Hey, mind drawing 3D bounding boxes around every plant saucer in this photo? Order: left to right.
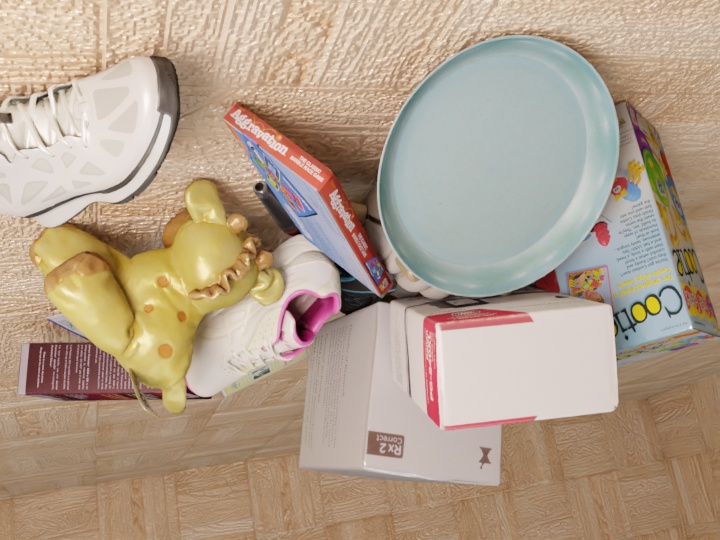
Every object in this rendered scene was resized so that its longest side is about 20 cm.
[{"bbox_3d":[0.103,-0.076,0.599,0.195,0.028,0.205,-7,118,-13],"label":"plant saucer"}]

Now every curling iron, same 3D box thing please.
[{"bbox_3d":[-0.059,-0.051,0.751,0.048,0.026,0.200,-18,162,12],"label":"curling iron"}]

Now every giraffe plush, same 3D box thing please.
[{"bbox_3d":[-0.165,0.006,0.694,0.162,0.200,0.173,-43,149,-8],"label":"giraffe plush"}]

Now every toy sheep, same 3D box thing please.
[{"bbox_3d":[0.068,-0.038,0.701,0.195,0.141,0.138,13,154,-22],"label":"toy sheep"}]

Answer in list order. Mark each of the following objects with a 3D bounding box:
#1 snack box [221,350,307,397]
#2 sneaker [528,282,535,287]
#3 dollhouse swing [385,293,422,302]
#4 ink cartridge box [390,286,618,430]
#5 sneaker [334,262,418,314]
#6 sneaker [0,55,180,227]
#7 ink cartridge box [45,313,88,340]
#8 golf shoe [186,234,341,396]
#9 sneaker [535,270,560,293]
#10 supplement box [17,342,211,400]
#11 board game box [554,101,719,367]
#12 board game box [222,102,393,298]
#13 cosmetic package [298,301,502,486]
[{"bbox_3d":[-0.123,0.077,0.892,0.114,0.038,0.201,-25,157,-11],"label":"snack box"},{"bbox_3d":[0.114,0.012,0.905,0.194,0.117,0.076,-11,161,5],"label":"sneaker"},{"bbox_3d":[0.119,0.079,1.093,0.196,0.177,0.184,23,127,3],"label":"dollhouse swing"},{"bbox_3d":[0.111,0.067,0.681,0.141,0.086,0.200,-6,-176,-8],"label":"ink cartridge box"},{"bbox_3d":[0.000,0.000,0.845,0.080,0.075,0.200,15,161,-17],"label":"sneaker"},{"bbox_3d":[-0.205,-0.081,0.492,0.198,0.078,0.114,-22,161,38],"label":"sneaker"},{"bbox_3d":[-0.222,0.037,0.890,0.194,0.044,0.197,-10,164,0],"label":"ink cartridge box"},{"bbox_3d":[-0.095,0.058,0.753,0.200,0.092,0.075,-46,132,12],"label":"golf shoe"},{"bbox_3d":[0.202,0.021,1.049,0.109,0.073,0.200,-12,164,-8],"label":"sneaker"},{"bbox_3d":[-0.281,0.119,0.921,0.194,0.063,0.109,-2,167,5],"label":"supplement box"},{"bbox_3d":[0.236,-0.027,0.715,0.103,0.205,0.102,-22,159,33],"label":"board game box"},{"bbox_3d":[-0.035,-0.048,0.632,0.020,0.102,0.201,-49,155,-9],"label":"board game box"},{"bbox_3d":[0.042,0.145,0.877,0.161,0.170,0.199,12,163,-23],"label":"cosmetic package"}]
